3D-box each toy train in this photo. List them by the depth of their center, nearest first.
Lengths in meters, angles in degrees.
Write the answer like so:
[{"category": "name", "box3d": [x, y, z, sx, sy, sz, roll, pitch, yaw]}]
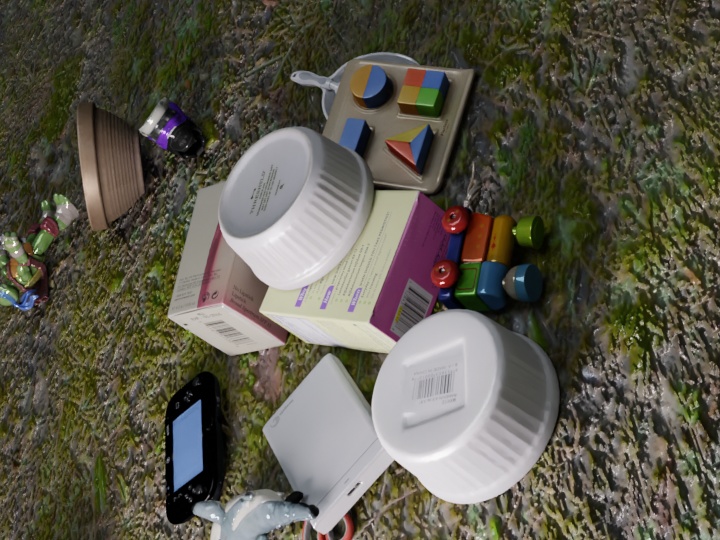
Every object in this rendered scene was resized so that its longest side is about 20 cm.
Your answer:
[{"category": "toy train", "box3d": [0.161, -0.047, 1.555, 0.115, 0.085, 0.202, -3, 61, 32]}]

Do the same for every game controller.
[{"category": "game controller", "box3d": [-0.219, 0.231, 1.761, 0.104, 0.042, 0.201, -31, 44, 26]}]

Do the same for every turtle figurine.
[{"category": "turtle figurine", "box3d": [-0.569, -0.054, 2.208, 0.199, 0.144, 0.194, 30, 60, 9]}]

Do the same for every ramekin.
[{"category": "ramekin", "box3d": [0.106, 0.140, 1.458, 0.199, 0.098, 0.202, -25, 47, 30]}, {"category": "ramekin", "box3d": [-0.087, -0.085, 1.660, 0.201, 0.094, 0.204, -25, 48, 30]}]

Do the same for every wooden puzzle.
[{"category": "wooden puzzle", "box3d": [0.036, -0.197, 1.767, 0.198, 0.046, 0.187, 7, 68, 27]}]

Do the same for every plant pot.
[{"category": "plant pot", "box3d": [-0.392, -0.168, 2.141, 0.092, 0.202, 0.202, -5, 47, -7]}]

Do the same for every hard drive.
[{"category": "hard drive", "box3d": [-0.039, 0.201, 1.600, 0.132, 0.027, 0.200, -49, 34, 8]}]

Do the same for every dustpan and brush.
[{"category": "dustpan and brush", "box3d": [-0.023, -0.252, 1.890, 0.199, 0.057, 0.140, 16, 75, 49]}]

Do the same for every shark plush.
[{"category": "shark plush", "box3d": [-0.108, 0.301, 1.585, 0.199, 0.091, 0.084, -20, 69, 33]}]

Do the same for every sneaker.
[{"category": "sneaker", "box3d": [-0.289, -0.214, 2.118, 0.070, 0.099, 0.200, -54, 9, 5]}]

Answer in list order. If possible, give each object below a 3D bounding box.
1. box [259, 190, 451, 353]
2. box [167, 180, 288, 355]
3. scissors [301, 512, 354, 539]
[{"category": "box", "box3d": [0.000, 0.000, 1.663, 0.199, 0.097, 0.177, 4, 66, 45]}, {"category": "box", "box3d": [-0.158, -0.007, 1.800, 0.108, 0.128, 0.202, -13, 55, 38]}, {"category": "scissors", "box3d": [-0.038, 0.245, 1.592, 0.073, 0.014, 0.201, -25, 48, 30]}]
